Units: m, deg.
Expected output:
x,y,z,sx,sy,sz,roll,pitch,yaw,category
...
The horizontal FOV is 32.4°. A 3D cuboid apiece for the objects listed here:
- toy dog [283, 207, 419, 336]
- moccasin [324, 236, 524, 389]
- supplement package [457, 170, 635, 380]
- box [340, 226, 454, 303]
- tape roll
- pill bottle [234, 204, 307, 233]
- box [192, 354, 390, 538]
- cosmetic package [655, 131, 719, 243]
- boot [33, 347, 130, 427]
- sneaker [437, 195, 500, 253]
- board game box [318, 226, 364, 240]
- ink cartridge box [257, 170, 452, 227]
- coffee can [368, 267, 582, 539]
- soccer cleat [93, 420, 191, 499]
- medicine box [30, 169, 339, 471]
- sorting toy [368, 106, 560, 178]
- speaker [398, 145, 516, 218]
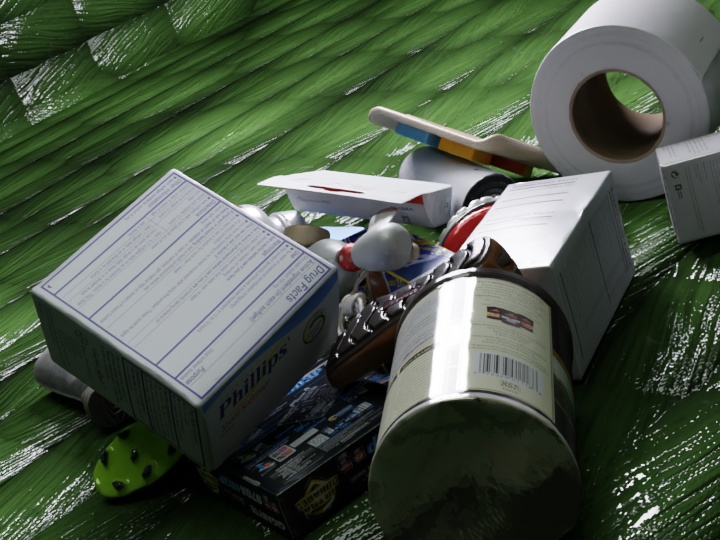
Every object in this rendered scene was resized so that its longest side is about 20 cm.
x,y,z,sx,sy,sz,roll,pitch,yaw,category
0.000,0.000,1.210,0.095,0.134,0.199,6,9,-33,toy dog
0.053,0.049,1.046,0.200,0.078,0.074,-34,19,21,moccasin
0.167,0.004,1.134,0.108,0.115,0.200,-6,24,30,supplement package
0.047,0.007,1.293,0.064,0.071,0.200,-27,22,-16,box
0.303,-0.197,1.374,0.201,0.205,0.139,-6,25,33,tape roll
-0.155,-0.009,1.329,0.198,0.114,0.112,-9,15,-25,pill bottle
-0.030,0.139,1.078,0.199,0.046,0.158,-32,24,-28,box
0.394,-0.100,1.200,0.198,0.086,0.108,-14,11,15,cosmetic package
-0.261,0.097,1.378,0.180,0.073,0.200,-27,15,-21,boot
0.172,-0.040,1.290,0.198,0.078,0.085,-22,27,-8,sneaker
-0.075,0.002,1.459,0.198,0.039,0.158,1,30,23,board game box
-0.002,-0.071,1.309,0.158,0.048,0.200,8,11,17,ink cartridge box
0.087,0.106,0.913,0.145,0.148,0.200,-14,22,14,coffee can
-0.157,0.151,1.151,0.199,0.081,0.068,-37,61,4,soccer cleat
-0.148,0.039,1.080,0.199,0.104,0.182,31,56,22,medicine box
0.132,-0.150,1.494,0.199,0.037,0.184,19,6,41,sorting toy
0.115,-0.093,1.460,0.081,0.082,0.200,-25,22,-13,speaker
